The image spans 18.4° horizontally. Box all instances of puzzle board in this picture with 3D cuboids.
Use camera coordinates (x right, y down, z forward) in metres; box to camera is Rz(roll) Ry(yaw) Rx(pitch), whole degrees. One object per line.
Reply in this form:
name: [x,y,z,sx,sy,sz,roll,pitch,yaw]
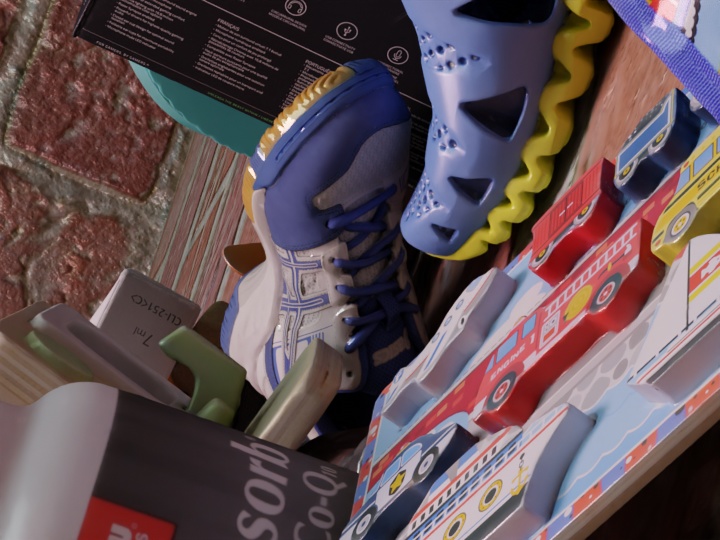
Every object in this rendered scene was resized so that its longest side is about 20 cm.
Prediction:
puzzle board: [0.053,0.016,0.555,0.200,0.017,0.151,-47,15,30]

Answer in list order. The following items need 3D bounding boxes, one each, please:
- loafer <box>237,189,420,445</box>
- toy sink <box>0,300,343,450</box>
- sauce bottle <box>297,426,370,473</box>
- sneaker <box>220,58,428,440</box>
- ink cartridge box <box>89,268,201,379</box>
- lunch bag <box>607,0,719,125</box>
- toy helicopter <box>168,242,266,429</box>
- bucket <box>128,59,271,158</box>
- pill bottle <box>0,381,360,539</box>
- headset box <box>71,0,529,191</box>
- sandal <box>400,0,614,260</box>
loafer: [0.000,0.016,1.025,0.072,0.063,0.201,38,117,49]
toy sink: [-0.109,0.083,0.828,0.200,0.112,0.130,-53,3,3]
sauce bottle: [-0.005,0.090,0.814,0.200,0.066,0.066,130,158,-69]
sneaker: [0.000,0.000,0.904,0.075,0.088,0.201,-28,-28,-25]
ink cartridge box: [-0.152,0.107,1.059,0.177,0.045,0.200,-64,8,-22]
lunch bag: [0.113,-0.109,0.475,0.151,0.094,0.200,-57,25,19]
toy helicopter: [-0.054,0.033,1.117,0.133,0.079,0.200,-57,-7,2]
bucket: [-0.023,-0.156,1.058,0.135,0.206,0.208,-95,25,-59]
pill bottle: [-0.058,0.101,0.661,0.116,0.199,0.117,-161,90,-81]
headset box: [0.004,-0.154,0.896,0.093,0.173,0.200,-80,17,-47]
sandal: [0.050,-0.098,0.819,0.080,0.086,0.201,-91,19,-66]
